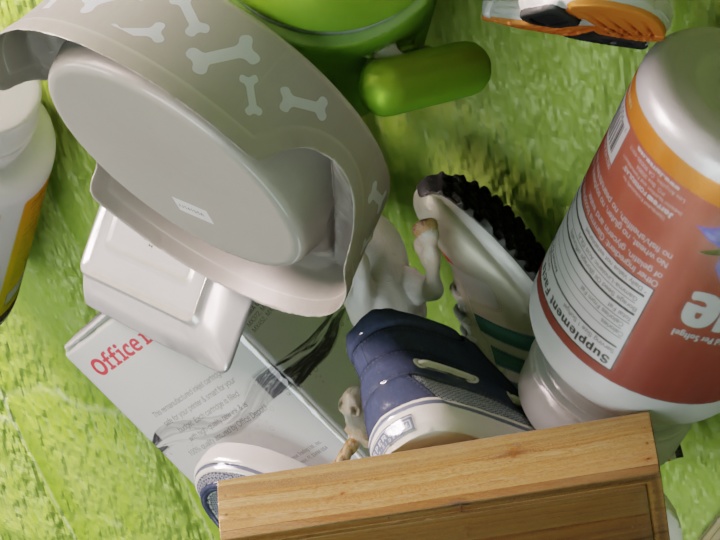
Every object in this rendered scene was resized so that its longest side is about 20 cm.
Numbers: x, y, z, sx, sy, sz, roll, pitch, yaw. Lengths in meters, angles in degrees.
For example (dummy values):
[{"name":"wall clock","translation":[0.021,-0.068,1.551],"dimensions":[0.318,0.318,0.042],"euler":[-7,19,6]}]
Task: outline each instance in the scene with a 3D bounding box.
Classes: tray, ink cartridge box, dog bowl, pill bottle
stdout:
[{"name":"tray","translation":[-0.102,-0.017,1.202],"dimensions":[0.022,0.107,0.200],"euler":[20,180,-29]},{"name":"ink cartridge box","translation":[-0.052,0.069,1.311],"dimensions":[0.200,0.083,0.145],"euler":[46,141,-9]},{"name":"tray","translation":[0.042,0.122,1.056],"dimensions":[0.200,0.037,0.099],"euler":[-10,143,5]},{"name":"dog bowl","translation":[-0.073,-0.063,1.037],"dimensions":[0.200,0.059,0.200],"euler":[32,162,12]},{"name":"pill bottle","translation":[-0.241,-0.048,1.331],"dimensions":[0.109,0.109,0.200],"euler":[34,141,7]},{"name":"pill bottle","translation":[0.145,-0.003,1.034],"dimensions":[0.112,0.112,0.200],"euler":[31,131,11]}]

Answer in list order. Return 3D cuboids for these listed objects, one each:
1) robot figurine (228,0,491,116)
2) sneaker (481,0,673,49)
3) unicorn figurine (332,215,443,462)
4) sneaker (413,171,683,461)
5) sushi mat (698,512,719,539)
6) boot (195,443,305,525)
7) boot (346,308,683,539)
[{"name":"robot figurine","translation":[-0.021,-0.139,1.035],"dimensions":[0.175,0.116,0.200],"euler":[59,165,15]},{"name":"sneaker","translation":[0.100,-0.144,0.959],"dimensions":[0.076,0.092,0.200],"euler":[9,-176,-6]},{"name":"unicorn figurine","translation":[0.000,0.000,1.163],"dimensions":[0.074,0.200,0.137],"euler":[-4,147,-5]},{"name":"sneaker","translation":[0.076,0.045,1.167],"dimensions":[0.093,0.070,0.200],"euler":[-38,106,14]},{"name":"sushi mat","translation":[0.244,0.136,1.192],"dimensions":[0.096,0.012,0.200],"euler":[33,142,6]},{"name":"boot","translation":[-0.020,0.181,1.245],"dimensions":[0.200,0.090,0.073],"euler":[33,141,3]},{"name":"boot","translation":[0.079,0.085,1.123],"dimensions":[0.073,0.090,0.200],"euler":[-41,131,24]}]
